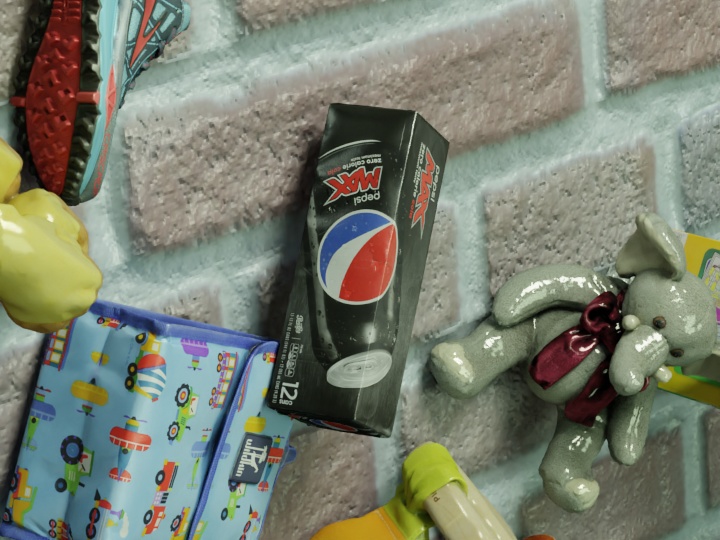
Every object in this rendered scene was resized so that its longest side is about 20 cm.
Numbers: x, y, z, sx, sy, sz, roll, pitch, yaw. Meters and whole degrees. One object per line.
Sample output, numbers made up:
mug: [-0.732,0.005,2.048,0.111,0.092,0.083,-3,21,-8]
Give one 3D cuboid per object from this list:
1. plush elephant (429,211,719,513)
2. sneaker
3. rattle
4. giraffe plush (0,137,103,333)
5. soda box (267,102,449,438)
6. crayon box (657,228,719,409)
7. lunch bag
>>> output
plush elephant: [0.182,0.052,1.468,0.165,0.155,0.200,51,59,-13]
sneaker: [-0.135,-0.134,1.214,0.095,0.079,0.202,5,98,-43]
rattle: [0.057,0.212,1.480,0.143,0.130,0.200,-51,156,-4]
giraffe plush: [-0.249,0.004,1.112,0.162,0.200,0.173,-43,97,6]
soda box: [0.000,0.000,1.337,0.071,0.063,0.202,33,66,-65]
crayon box: [0.282,0.045,1.537,0.058,0.199,0.120,14,92,-41]
lunch bag: [-0.109,0.108,1.309,0.199,0.094,0.152,14,90,-54]
